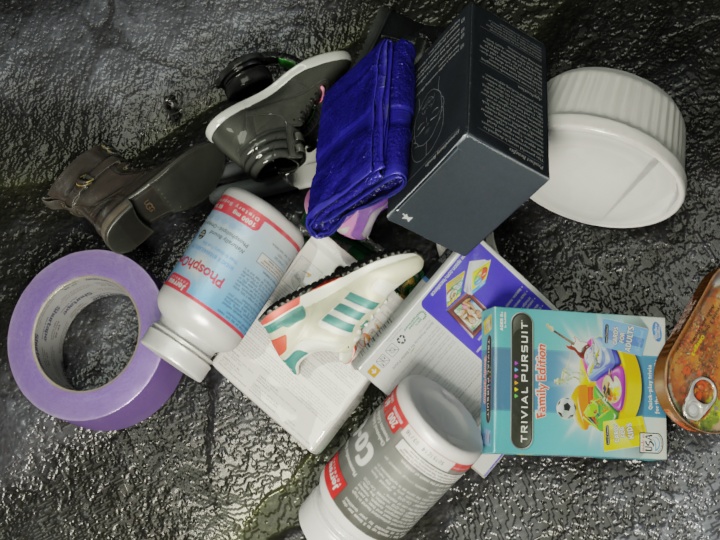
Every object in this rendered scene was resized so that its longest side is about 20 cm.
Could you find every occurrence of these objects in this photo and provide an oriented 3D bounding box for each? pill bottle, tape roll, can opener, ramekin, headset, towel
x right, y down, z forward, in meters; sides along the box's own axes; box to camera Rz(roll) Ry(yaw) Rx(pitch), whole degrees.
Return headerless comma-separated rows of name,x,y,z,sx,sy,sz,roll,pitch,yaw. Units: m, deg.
pill bottle,0.028,0.218,1.303,0.114,0.113,0.200,48,113,18
tape roll,-0.309,0.084,1.451,0.196,0.085,0.204,-3,74,10
can opener,-0.090,-0.115,1.479,0.197,0.066,0.054,-11,71,17
ramekin,0.265,-0.137,1.347,0.199,0.203,0.095,14,66,14
pill bottle,-0.157,0.017,1.368,0.108,0.109,0.202,29,78,17
headset,-0.144,-0.202,1.515,0.196,0.094,0.126,1,75,-5
towel,-0.004,-0.147,1.318,0.147,0.049,0.203,-30,41,38

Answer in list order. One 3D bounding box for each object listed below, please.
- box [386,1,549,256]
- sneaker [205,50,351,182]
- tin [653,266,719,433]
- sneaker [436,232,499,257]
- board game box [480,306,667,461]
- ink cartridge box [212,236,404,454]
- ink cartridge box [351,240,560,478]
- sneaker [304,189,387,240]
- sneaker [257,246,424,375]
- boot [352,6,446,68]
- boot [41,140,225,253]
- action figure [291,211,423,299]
box,0.113,-0.148,1.286,0.106,0.148,0.202,24,48,-21
sneaker,-0.074,-0.174,1.434,0.199,0.071,0.100,-34,75,-15
tin,0.390,0.082,1.315,0.111,0.042,0.201,35,74,-2
sneaker,0.125,-0.011,1.407,0.072,0.080,0.204,-4,89,-14
board game box,0.228,0.123,1.311,0.196,0.047,0.154,4,80,-13
ink cartridge box,-0.050,0.081,1.407,0.160,0.050,0.201,39,89,14
ink cartridge box,0.125,0.092,1.355,0.200,0.043,0.199,41,92,-15
sneaker,0.015,-0.119,1.408,0.080,0.088,0.202,10,64,46
sneaker,-0.010,0.047,1.355,0.197,0.070,0.095,-25,95,5
boot,0.090,-0.217,1.470,0.197,0.066,0.167,20,81,11
boot,-0.279,-0.118,1.490,0.199,0.070,0.174,-38,44,-16
action figure,0.000,0.000,1.432,0.197,0.055,0.120,23,78,12
